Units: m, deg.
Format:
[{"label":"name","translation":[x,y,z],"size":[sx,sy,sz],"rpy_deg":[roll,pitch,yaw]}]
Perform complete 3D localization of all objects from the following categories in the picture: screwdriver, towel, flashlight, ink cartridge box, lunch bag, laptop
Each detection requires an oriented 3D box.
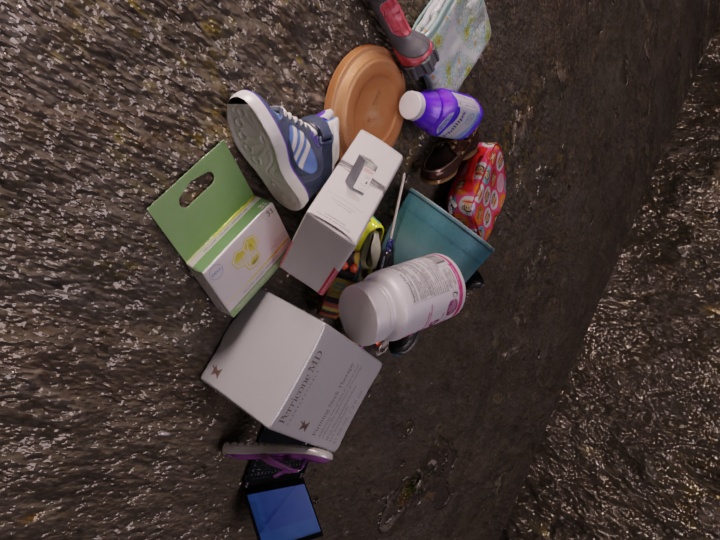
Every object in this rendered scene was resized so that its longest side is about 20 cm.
[{"label":"screwdriver","translation":[0.060,-0.072,1.043],"size":[0.028,0.029,0.203],"rpy_deg":[5,106,-38]},{"label":"towel","translation":[0.172,-0.431,1.075],"size":[0.201,0.048,0.172],"rpy_deg":[-57,143,-15]},{"label":"flashlight","translation":[0.061,-0.392,0.910],"size":[0.067,0.068,0.200],"rpy_deg":[-37,142,5]},{"label":"ink cartridge box","translation":[-0.182,-0.053,0.804],"size":[0.146,0.048,0.201],"rpy_deg":[-50,144,-24]},{"label":"lunch bag","translation":[0.257,-0.179,1.279],"size":[0.202,0.081,0.177],"rpy_deg":[-64,148,-24]},{"label":"laptop","translation":[-0.120,0.387,1.077],"size":[0.176,0.102,0.203],"rpy_deg":[19,93,-56]},{"label":"ink cartridge box","translation":[-0.027,-0.088,0.864],"size":[0.201,0.084,0.146],"rpy_deg":[-60,-175,-39]}]

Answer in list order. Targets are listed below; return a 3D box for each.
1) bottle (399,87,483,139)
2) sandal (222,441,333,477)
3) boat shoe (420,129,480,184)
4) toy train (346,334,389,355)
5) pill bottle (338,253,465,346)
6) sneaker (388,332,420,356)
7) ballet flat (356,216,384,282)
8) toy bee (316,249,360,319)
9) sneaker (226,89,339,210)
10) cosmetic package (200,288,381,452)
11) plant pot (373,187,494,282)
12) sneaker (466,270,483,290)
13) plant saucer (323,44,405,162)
[{"label":"bottle","translation":[0.145,-0.286,1.052],"size":[0.199,0.066,0.084],"rpy_deg":[-7,145,-51]},{"label":"sandal","translation":[-0.133,0.306,0.934],"size":[0.082,0.200,0.051],"rpy_deg":[39,52,-56]},{"label":"boat shoe","translation":[0.179,-0.244,1.170],"size":[0.200,0.070,0.071],"rpy_deg":[-47,148,-40]},{"label":"toy train","translation":[-0.008,0.142,1.145],"size":[0.199,0.055,0.152],"rpy_deg":[-25,141,-50]},{"label":"pill bottle","translation":[0.068,0.047,0.943],"size":[0.198,0.113,0.115],"rpy_deg":[-16,122,-38]},{"label":"sneaker","translation":[0.097,0.080,1.241],"size":[0.082,0.072,0.203],"rpy_deg":[39,66,-51]},{"label":"ballet flat","translation":[0.000,0.000,1.059],"size":[0.066,0.067,0.203],"rpy_deg":[2,107,-45]},{"label":"toy bee","translation":[-0.037,-0.001,0.974],"size":[0.129,0.109,0.203],"rpy_deg":[-5,110,-4]},{"label":"sneaker","translation":[-0.095,-0.201,0.821],"size":[0.147,0.080,0.201],"rpy_deg":[-58,142,-28]},{"label":"cosmetic package","translation":[-0.103,0.158,0.920],"size":[0.169,0.165,0.200],"rpy_deg":[-60,144,-9]},{"label":"plant pot","translation":[0.122,-0.023,1.120],"size":[0.189,0.200,0.199],"rpy_deg":[-54,146,7]},{"label":"sneaker","translation":[0.197,-0.029,1.227],"size":[0.074,0.200,0.089],"rpy_deg":[-7,115,-15]},{"label":"plant saucer","translation":[0.016,-0.266,0.968],"size":[0.199,0.032,0.203],"rpy_deg":[-30,130,-43]}]
